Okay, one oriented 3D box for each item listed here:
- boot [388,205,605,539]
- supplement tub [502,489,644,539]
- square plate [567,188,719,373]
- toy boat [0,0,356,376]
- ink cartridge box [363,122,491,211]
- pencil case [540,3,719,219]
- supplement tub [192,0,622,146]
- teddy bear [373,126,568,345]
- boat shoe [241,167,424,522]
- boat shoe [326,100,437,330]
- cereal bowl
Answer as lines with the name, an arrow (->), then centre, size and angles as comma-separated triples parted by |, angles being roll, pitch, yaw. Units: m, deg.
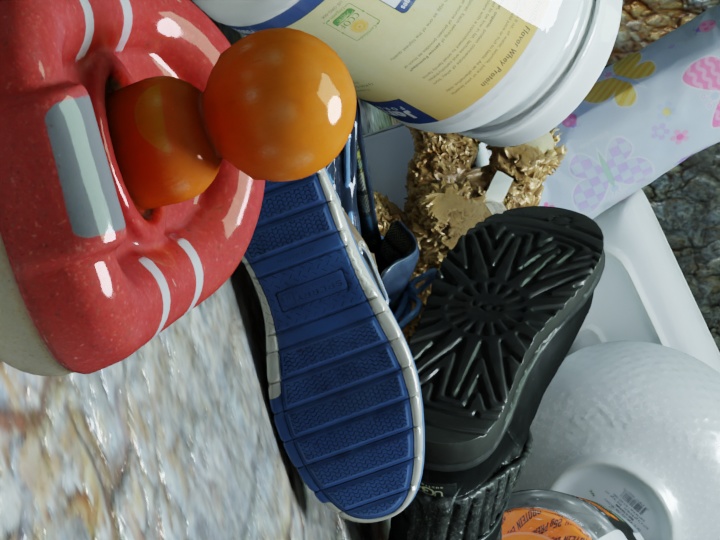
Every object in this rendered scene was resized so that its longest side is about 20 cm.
boot -> 0.068, 0.079, 1.277 | 0.211, 0.079, 0.158 | -53, 151, -40
supplement tub -> 0.115, 0.196, 1.449 | 0.200, 0.122, 0.123 | 32, 44, -76
square plate -> 0.162, 0.070, 1.656 | 0.028, 0.200, 0.199 | -16, 79, -46
toy boat -> -0.064, -0.046, 0.808 | 0.200, 0.130, 0.131 | -45, 121, -78
ink cartridge box -> 0.065, -0.009, 1.563 | 0.200, 0.083, 0.146 | 36, 39, -74
pencil case -> 0.186, -0.097, 1.559 | 0.091, 0.199, 0.083 | 55, 10, -41
supplement tub -> 0.022, -0.155, 1.186 | 0.200, 0.144, 0.145 | 26, 43, -37
teddy bear -> 0.063, -0.013, 1.425 | 0.067, 0.144, 0.201 | 121, -35, -62
boat shoe -> -0.013, 0.021, 1.149 | 0.072, 0.072, 0.201 | -53, 128, -78
boat shoe -> 0.000, 0.000, 1.251 | 0.084, 0.068, 0.201 | -90, 162, -53
cereal bowl -> 0.179, 0.153, 1.582 | 0.083, 0.199, 0.201 | -35, 112, -55
